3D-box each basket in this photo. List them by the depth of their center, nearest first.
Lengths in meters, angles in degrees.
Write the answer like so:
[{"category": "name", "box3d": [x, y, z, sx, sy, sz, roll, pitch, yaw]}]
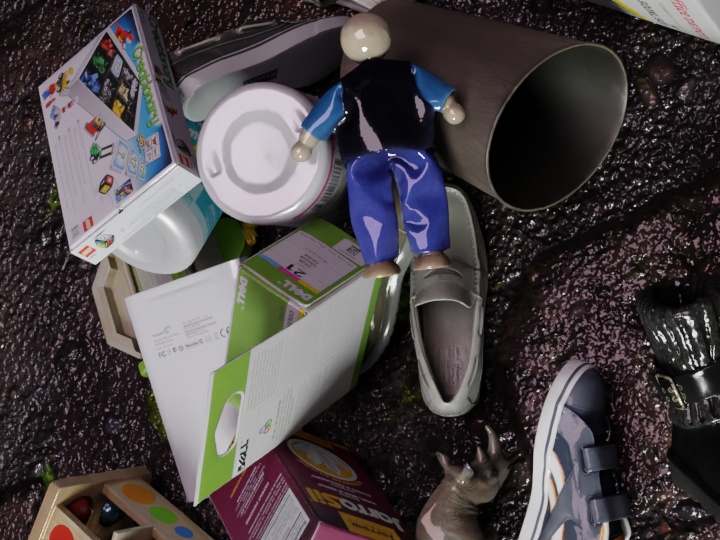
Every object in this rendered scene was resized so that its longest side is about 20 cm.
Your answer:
[{"category": "basket", "box3d": [0.091, -0.149, 1.115, 0.199, 0.180, 0.137, 28, 126, 39]}]

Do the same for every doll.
[{"category": "doll", "box3d": [0.014, -0.097, 1.017, 0.135, 0.048, 0.202, -8, 91, 4]}]

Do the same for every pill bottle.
[{"category": "pill bottle", "box3d": [-0.052, -0.093, 1.140, 0.113, 0.200, 0.114, 0, 90, 16]}, {"category": "pill bottle", "box3d": [-0.162, -0.103, 1.231, 0.110, 0.111, 0.201, 3, 49, 29]}]

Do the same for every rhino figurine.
[{"category": "rhino figurine", "box3d": [0.078, 0.223, 1.078, 0.060, 0.087, 0.201, 13, 87, 61]}]

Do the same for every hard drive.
[{"category": "hard drive", "box3d": [-0.132, 0.102, 1.226, 0.131, 0.026, 0.201, -18, 90, 25]}]

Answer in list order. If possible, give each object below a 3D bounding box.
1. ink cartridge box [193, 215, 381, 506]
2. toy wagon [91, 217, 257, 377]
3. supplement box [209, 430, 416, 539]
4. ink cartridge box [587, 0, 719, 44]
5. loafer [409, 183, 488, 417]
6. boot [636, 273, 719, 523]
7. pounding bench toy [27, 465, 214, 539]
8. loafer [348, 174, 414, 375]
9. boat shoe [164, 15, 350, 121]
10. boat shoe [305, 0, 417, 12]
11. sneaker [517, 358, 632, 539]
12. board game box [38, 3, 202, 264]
[{"category": "ink cartridge box", "box3d": [-0.079, 0.067, 1.052, 0.076, 0.200, 0.148, 33, 133, 24]}, {"category": "toy wagon", "box3d": [-0.173, 0.004, 1.292, 0.199, 0.040, 0.156, -28, 69, 21]}, {"category": "supplement box", "box3d": [-0.039, 0.207, 1.089, 0.086, 0.110, 0.200, -62, 27, 8]}, {"category": "ink cartridge box", "box3d": [0.223, -0.290, 1.062, 0.199, 0.147, 0.145, 26, 94, 30]}, {"category": "loafer", "box3d": [0.075, 0.022, 1.126, 0.069, 0.070, 0.202, -5, 80, 5]}, {"category": "boot", "box3d": [0.264, 0.091, 0.933, 0.211, 0.079, 0.159, -156, 55, -70]}, {"category": "pounding bench toy", "box3d": [-0.235, 0.303, 1.222, 0.156, 0.124, 0.201, 32, 106, 30]}, {"category": "loafer", "box3d": [0.000, 0.000, 1.146, 0.075, 0.069, 0.201, -111, 35, -60]}, {"category": "boat shoe", "box3d": [-0.089, -0.200, 1.207, 0.064, 0.199, 0.071, 53, 148, 23]}, {"category": "boat shoe", "box3d": [-0.034, -0.280, 1.247, 0.199, 0.072, 0.062, 19, 88, 27]}, {"category": "sneaker", "box3d": [0.177, 0.174, 1.047, 0.079, 0.078, 0.201, 15, 100, 35]}, {"category": "board game box", "box3d": [-0.210, -0.119, 1.140, 0.126, 0.035, 0.201, -35, 51, 20]}]
